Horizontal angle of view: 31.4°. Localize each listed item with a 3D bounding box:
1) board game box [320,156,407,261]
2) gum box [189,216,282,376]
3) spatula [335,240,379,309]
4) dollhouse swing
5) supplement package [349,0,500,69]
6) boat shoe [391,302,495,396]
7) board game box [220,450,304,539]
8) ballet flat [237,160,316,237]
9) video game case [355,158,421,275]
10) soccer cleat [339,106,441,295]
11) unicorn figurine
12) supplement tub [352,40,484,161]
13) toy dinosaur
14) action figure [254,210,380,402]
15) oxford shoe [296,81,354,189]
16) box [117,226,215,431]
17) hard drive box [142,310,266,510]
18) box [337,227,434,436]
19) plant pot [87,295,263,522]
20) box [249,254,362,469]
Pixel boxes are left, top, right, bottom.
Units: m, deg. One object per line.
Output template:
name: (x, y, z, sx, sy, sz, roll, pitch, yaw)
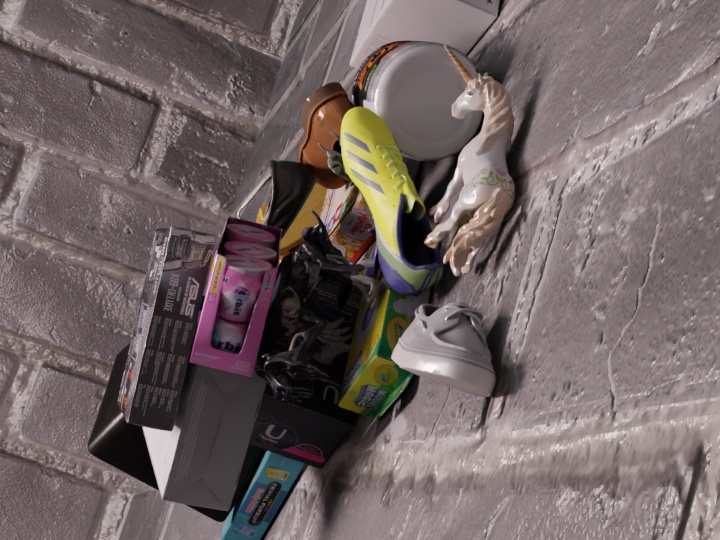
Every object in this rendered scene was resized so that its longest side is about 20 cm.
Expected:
board game box: (-0.001, -0.093, 1.578, 0.200, 0.046, 0.152, 130, 157, -57)
gum box: (-0.126, 0.024, 1.331, 0.200, 0.066, 0.114, -98, 21, -76)
spatula: (0.000, 0.000, 1.373, 0.200, 0.020, 0.057, 128, 156, -63)
dollhouse swing: (-0.061, 0.002, 1.757, 0.181, 0.176, 0.200, -32, -16, -23)
supplement package: (0.081, -0.315, 1.515, 0.200, 0.116, 0.118, 134, 154, -62)
boat shoe: (0.075, 0.059, 1.063, 0.200, 0.072, 0.069, 178, 112, -87)
board game box: (-0.115, 0.240, 1.637, 0.151, 0.047, 0.200, -84, 18, -51)
ballet flat: (-0.119, -0.037, 1.483, 0.068, 0.068, 0.201, -148, 81, -79)
video game case: (0.021, -0.075, 1.615, 0.200, 0.023, 0.183, -163, 93, -77)
soccer cleat: (0.035, -0.075, 1.253, 0.084, 0.064, 0.201, -41, 62, 59)
unicorn figurine: (0.105, -0.090, 1.176, 0.138, 0.074, 0.200, -62, 30, 32)
supplement tub: (0.057, -0.188, 1.397, 0.200, 0.122, 0.123, -132, 63, -77)
toy dinosaur: (0.029, -0.073, 1.401, 0.200, 0.077, 0.103, 53, -163, -62)
action figure: (-0.040, 0.036, 1.303, 0.119, 0.102, 0.201, 116, 171, -55)
oxford shoe: (-0.028, -0.133, 1.464, 0.071, 0.071, 0.200, -33, -17, -10)
box: (-0.204, 0.055, 1.329, 0.158, 0.049, 0.201, -178, 101, -75)
hard drive box: (-0.174, 0.145, 1.395, 0.200, 0.076, 0.157, -134, 60, -68)
box: (0.027, 0.059, 1.306, 0.117, 0.048, 0.201, 124, 161, -52)
plant pot: (-0.198, 0.154, 1.614, 0.178, 0.199, 0.200, -50, 19, 28)
box: (-0.066, 0.103, 1.463, 0.106, 0.122, 0.201, 124, 163, -46)
